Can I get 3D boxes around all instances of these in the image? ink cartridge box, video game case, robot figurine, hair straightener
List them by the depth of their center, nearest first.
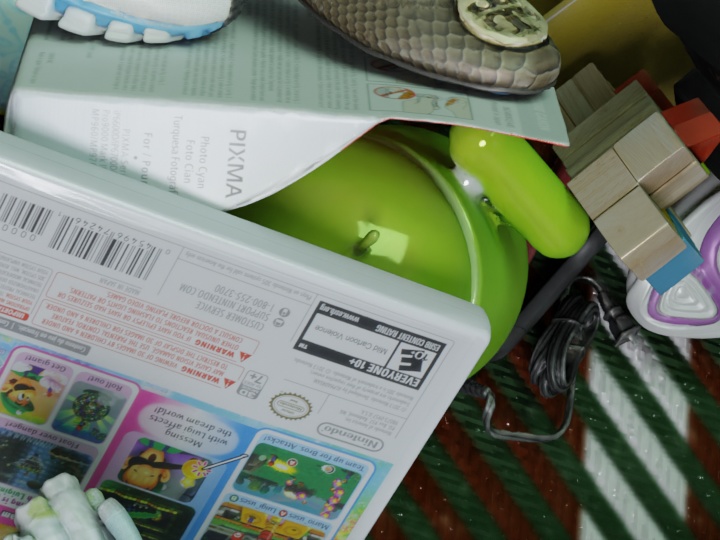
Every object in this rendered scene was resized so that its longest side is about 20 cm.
[{"bbox_3d":[-0.081,0.054,0.968,0.200,0.182,0.024,20,32,-19],"label":"video game case"},{"bbox_3d":[-0.029,-0.063,1.002,0.200,0.047,0.160,6,20,-4],"label":"ink cartridge box"},{"bbox_3d":[0.000,0.000,1.058,0.116,0.175,0.200,56,15,6],"label":"robot figurine"},{"bbox_3d":[0.098,0.009,1.184,0.077,0.041,0.200,37,44,-5],"label":"hair straightener"}]

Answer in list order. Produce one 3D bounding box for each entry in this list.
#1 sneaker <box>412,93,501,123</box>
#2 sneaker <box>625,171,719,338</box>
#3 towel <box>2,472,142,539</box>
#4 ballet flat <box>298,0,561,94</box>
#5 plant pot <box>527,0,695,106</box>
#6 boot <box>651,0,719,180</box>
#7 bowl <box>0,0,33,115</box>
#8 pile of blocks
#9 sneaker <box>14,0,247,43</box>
[{"bbox_3d":[0.015,-0.139,1.157,0.070,0.078,0.200,-12,35,-11],"label":"sneaker"},{"bbox_3d":[0.189,-0.037,1.232,0.200,0.100,0.075,-39,116,-22],"label":"sneaker"},{"bbox_3d":[-0.068,0.180,0.899,0.048,0.171,0.200,-24,74,-21],"label":"towel"},{"bbox_3d":[-0.004,-0.124,1.003,0.200,0.046,0.067,34,28,30],"label":"ballet flat"},{"bbox_3d":[0.144,-0.183,1.247,0.176,0.200,0.200,15,54,-37],"label":"plant pot"},{"bbox_3d":[0.210,-0.133,1.121,0.174,0.200,0.069,-38,63,-13],"label":"boot"},{"bbox_3d":[-0.130,-0.170,1.108,0.200,0.200,0.108,25,9,-15],"label":"bowl"},{"bbox_3d":[0.126,-0.040,1.098,0.082,0.062,0.200,50,9,-13],"label":"pile of blocks"},{"bbox_3d":[-0.127,-0.156,0.984,0.200,0.087,0.075,28,28,4],"label":"sneaker"}]
